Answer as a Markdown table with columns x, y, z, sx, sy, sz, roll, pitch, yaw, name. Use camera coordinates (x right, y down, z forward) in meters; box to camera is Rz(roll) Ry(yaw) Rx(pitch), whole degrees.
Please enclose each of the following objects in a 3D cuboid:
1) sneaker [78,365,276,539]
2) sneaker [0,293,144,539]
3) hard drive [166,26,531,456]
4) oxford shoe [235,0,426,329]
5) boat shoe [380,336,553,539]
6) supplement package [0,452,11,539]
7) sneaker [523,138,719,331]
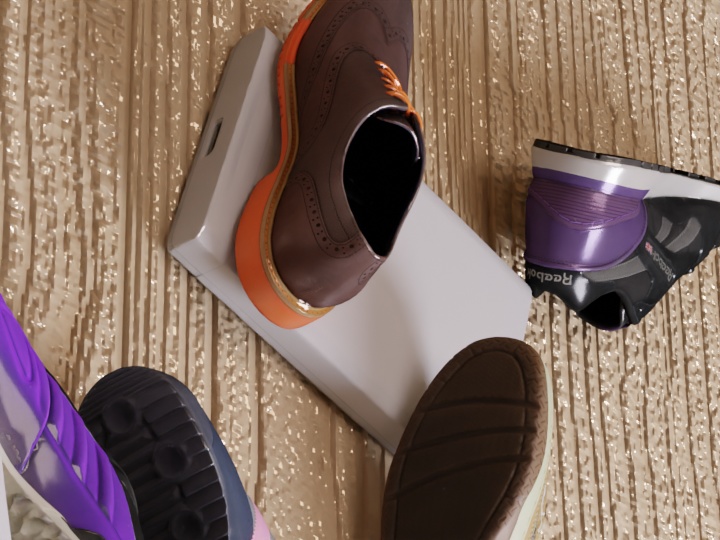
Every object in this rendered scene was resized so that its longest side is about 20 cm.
| x | y | z | sx | sy | sz | roll | pitch | yaw | name |
| --- | --- | --- | --- | --- | --- | --- | --- | --- | --- |
| -0.056 | 0.131 | 1.134 | 0.201 | 0.070 | 0.082 | 70 | 20 | -1 | sneaker |
| -0.135 | 0.068 | 1.060 | 0.201 | 0.069 | 0.099 | 64 | 17 | 9 | sneaker |
| 0.000 | 0.000 | 1.290 | 0.200 | 0.027 | 0.132 | 43 | 43 | -29 | hard drive |
| 0.005 | -0.063 | 1.245 | 0.071 | 0.072 | 0.201 | 39 | 45 | -31 | oxford shoe |
| 0.048 | 0.131 | 1.247 | 0.076 | 0.071 | 0.201 | 43 | 59 | -53 | boat shoe |
| -0.238 | 0.041 | 0.798 | 0.191 | 0.199 | 0.148 | -17 | 104 | -53 | supplement package |
| 0.136 | -0.013 | 1.450 | 0.200 | 0.075 | 0.088 | 8 | 95 | -57 | sneaker |
